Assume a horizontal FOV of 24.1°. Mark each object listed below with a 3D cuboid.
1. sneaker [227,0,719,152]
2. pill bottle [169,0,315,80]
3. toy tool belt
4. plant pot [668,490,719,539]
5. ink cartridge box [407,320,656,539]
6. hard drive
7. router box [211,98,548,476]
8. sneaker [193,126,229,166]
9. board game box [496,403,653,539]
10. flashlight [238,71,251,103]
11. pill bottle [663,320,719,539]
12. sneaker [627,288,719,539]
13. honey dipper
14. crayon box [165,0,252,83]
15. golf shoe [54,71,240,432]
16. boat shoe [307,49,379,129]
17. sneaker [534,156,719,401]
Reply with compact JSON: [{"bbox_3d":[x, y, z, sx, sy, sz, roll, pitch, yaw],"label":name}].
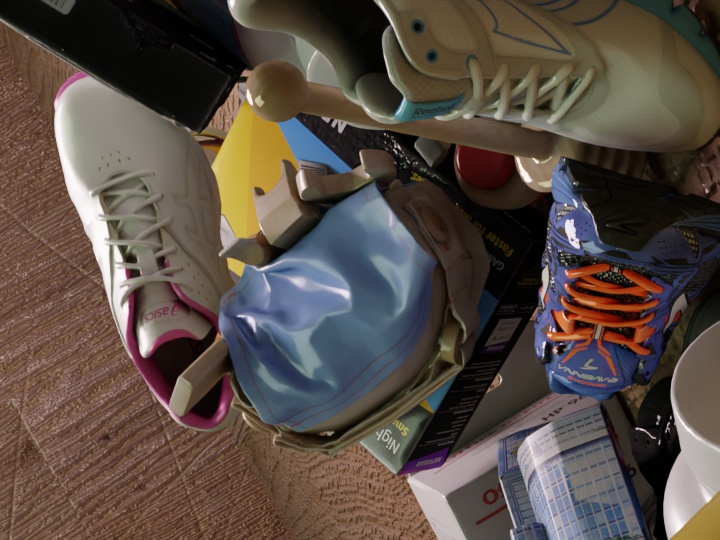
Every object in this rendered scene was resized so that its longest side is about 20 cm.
[{"bbox_3d":[0.039,-0.077,0.609,0.200,0.087,0.075,22,141,-9],"label":"sneaker"},{"bbox_3d":[-0.027,-0.148,0.847,0.200,0.109,0.109,44,159,52],"label":"pill bottle"},{"bbox_3d":[0.000,0.000,0.800,0.123,0.200,0.125,1,-133,-56],"label":"toy tool belt"},{"bbox_3d":[0.174,0.069,0.362,0.201,0.189,0.201,55,166,21],"label":"plant pot"},{"bbox_3d":[0.108,0.142,0.946,0.200,0.116,0.068,62,167,-11],"label":"ink cartridge box"},{"bbox_3d":[-0.126,-0.126,0.857,0.140,0.038,0.200,31,-171,-7],"label":"hard drive"},{"bbox_3d":[-0.001,-0.009,0.911,0.200,0.149,0.051,40,-158,30],"label":"router box"},{"bbox_3d":[-0.038,-0.021,1.037,0.200,0.075,0.090,22,-163,-1],"label":"sneaker"},{"bbox_3d":[0.108,0.143,0.760,0.200,0.062,0.200,58,-166,-63],"label":"board game box"},{"bbox_3d":[-0.005,-0.078,1.025,0.068,0.068,0.200,36,-175,-40],"label":"flashlight"},{"bbox_3d":[0.176,0.112,0.626,0.112,0.112,0.200,44,159,52],"label":"pill bottle"},{"bbox_3d":[0.153,0.073,0.745,0.104,0.060,0.200,39,158,52],"label":"sneaker"},{"bbox_3d":[0.036,-0.054,0.663,0.038,0.200,0.038,-6,82,48],"label":"honey dipper"},{"bbox_3d":[-0.105,-0.169,1.055,0.200,0.125,0.052,42,131,55],"label":"crayon box"},{"bbox_3d":[-0.102,-0.008,0.865,0.092,0.075,0.200,-95,-18,-75],"label":"golf shoe"},{"bbox_3d":[0.040,-0.131,0.666,0.071,0.064,0.200,29,145,-17],"label":"boat shoe"},{"bbox_3d":[0.104,0.011,0.675,0.075,0.079,0.200,15,170,11],"label":"sneaker"}]
